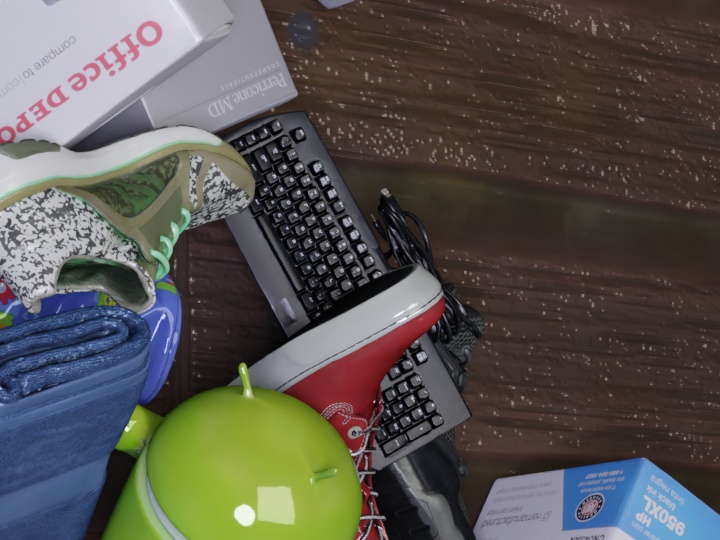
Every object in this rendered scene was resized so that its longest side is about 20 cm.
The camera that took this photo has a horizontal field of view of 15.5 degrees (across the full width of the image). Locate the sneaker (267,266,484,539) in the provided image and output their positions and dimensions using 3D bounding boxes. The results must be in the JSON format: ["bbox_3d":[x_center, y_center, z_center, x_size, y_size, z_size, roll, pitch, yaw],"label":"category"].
[{"bbox_3d":[0.038,0.083,1.501,0.114,0.076,0.200,-30,95,-29],"label":"sneaker"}]

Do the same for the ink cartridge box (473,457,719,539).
[{"bbox_3d":[0.108,0.215,1.486,0.084,0.144,0.200,38,62,-23],"label":"ink cartridge box"}]

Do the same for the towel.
[{"bbox_3d":[-0.171,0.100,1.289,0.111,0.200,0.049,-17,53,-39],"label":"towel"}]

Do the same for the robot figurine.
[{"bbox_3d":[-0.071,0.142,1.337,0.115,0.200,0.175,-19,56,-45],"label":"robot figurine"}]

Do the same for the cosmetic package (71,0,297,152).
[{"bbox_3d":[-0.127,-0.160,1.417,0.107,0.090,0.201,-30,97,-39],"label":"cosmetic package"}]

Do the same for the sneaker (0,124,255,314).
[{"bbox_3d":[-0.120,-0.014,1.311,0.200,0.077,0.089,-10,63,-48],"label":"sneaker"}]

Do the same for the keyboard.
[{"bbox_3d":[0.000,0.000,1.439,0.104,0.040,0.201,-29,90,-28],"label":"keyboard"}]

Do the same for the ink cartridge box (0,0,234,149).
[{"bbox_3d":[-0.180,-0.160,1.317,0.200,0.147,0.086,54,14,-3],"label":"ink cartridge box"}]

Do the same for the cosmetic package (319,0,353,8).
[{"bbox_3d":[0.012,-0.288,1.488,0.167,0.166,0.200,39,61,-24],"label":"cosmetic package"}]

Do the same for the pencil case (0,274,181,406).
[{"bbox_3d":[-0.185,0.005,1.352,0.200,0.078,0.087,22,86,-32],"label":"pencil case"}]

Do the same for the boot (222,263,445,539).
[{"bbox_3d":[0.001,0.095,1.384,0.144,0.200,0.072,54,37,2],"label":"boot"}]
